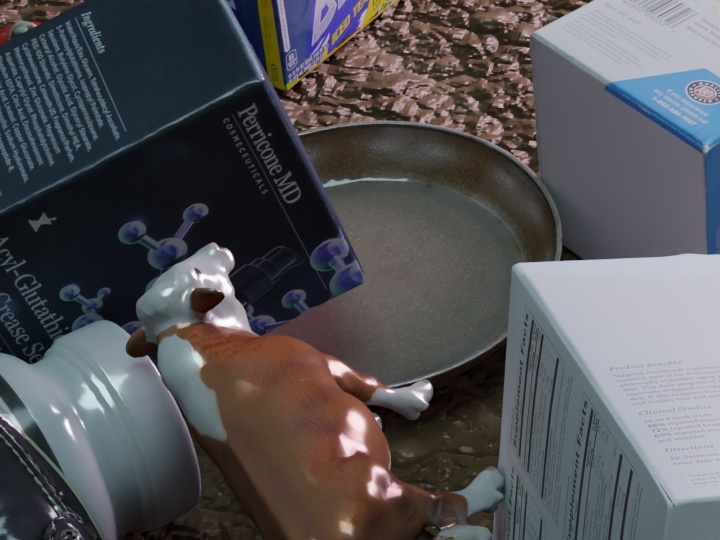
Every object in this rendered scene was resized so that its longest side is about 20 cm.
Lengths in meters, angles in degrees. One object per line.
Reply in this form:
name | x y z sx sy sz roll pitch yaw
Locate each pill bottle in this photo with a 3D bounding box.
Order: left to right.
pill bottle | -0.176 0.105 1.164 0.200 0.116 0.116 -27 44 -22

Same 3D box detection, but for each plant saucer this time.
plant saucer | 0.000 0.000 1.329 0.200 0.032 0.200 -6 41 5

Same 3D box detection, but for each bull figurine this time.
bull figurine | -0.018 0.069 1.119 0.121 0.065 0.200 10 34 -34

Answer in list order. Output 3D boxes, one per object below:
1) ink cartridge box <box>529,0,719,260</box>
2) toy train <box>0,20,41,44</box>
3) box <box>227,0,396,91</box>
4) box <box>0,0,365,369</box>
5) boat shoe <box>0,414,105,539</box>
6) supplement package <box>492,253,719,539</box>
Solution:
ink cartridge box | 0.201 -0.081 1.328 0.200 0.125 0.129 -28 44 -24
toy train | -0.120 -0.086 1.342 0.116 0.200 0.085 -9 76 -18
box | -0.009 -0.185 1.527 0.064 0.070 0.200 22 48 32
box | -0.122 -0.026 1.249 0.200 0.148 0.107 -28 47 0
boat shoe | -0.120 0.135 1.079 0.072 0.065 0.200 -27 85 -19
supplement package | 0.151 0.101 1.049 0.152 0.151 0.200 -3 25 -13
